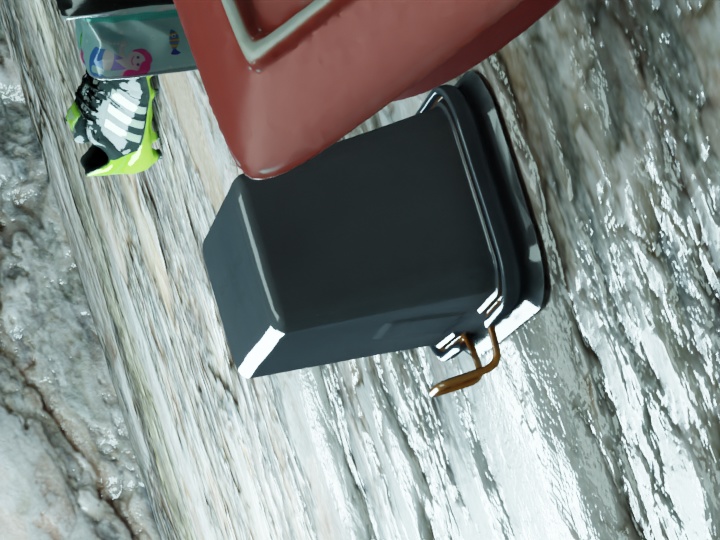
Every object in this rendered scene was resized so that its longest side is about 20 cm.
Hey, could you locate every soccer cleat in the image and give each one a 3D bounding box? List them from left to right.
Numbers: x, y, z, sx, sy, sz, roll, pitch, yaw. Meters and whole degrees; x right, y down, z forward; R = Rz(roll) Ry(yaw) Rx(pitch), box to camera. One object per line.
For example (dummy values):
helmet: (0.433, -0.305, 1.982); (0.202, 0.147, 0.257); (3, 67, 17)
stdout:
soccer cleat: (-0.225, -0.156, 2.119); (0.200, 0.081, 0.068); (90, 160, -49)

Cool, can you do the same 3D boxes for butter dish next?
butter dish: (0.025, -0.155, 0.950); (0.199, 0.148, 0.200); (-35, 64, 29)

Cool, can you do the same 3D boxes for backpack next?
backpack: (-0.100, -0.197, 1.333); (0.200, 0.177, 0.151); (-119, 23, -59)

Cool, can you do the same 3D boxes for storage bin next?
storage bin: (0.000, 0.000, 1.224); (0.200, 0.134, 0.146); (129, 125, -75)
